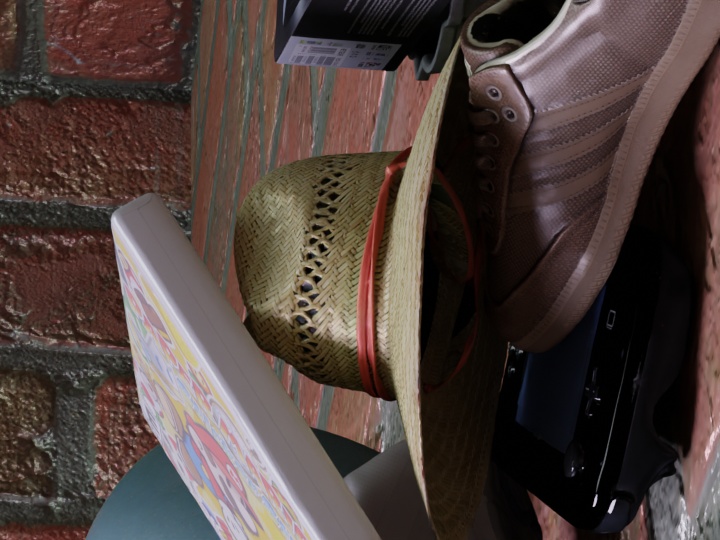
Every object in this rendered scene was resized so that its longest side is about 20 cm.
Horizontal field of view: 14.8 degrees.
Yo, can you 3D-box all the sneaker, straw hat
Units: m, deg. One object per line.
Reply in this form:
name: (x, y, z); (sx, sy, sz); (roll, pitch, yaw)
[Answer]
sneaker: (0.033, 0.134, 1.072); (0.075, 0.087, 0.200); (59, -170, -29)
straw hat: (0.000, 0.000, 0.982); (0.201, 0.085, 0.201); (4, -90, -78)
sneaker: (0.064, -0.059, 0.925); (0.070, 0.076, 0.200); (-80, 9, -50)

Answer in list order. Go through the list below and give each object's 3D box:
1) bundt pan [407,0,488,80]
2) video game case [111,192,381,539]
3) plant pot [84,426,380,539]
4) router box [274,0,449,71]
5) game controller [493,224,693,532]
bundt pan: (0.065, -0.171, 1.062); (0.202, 0.076, 0.202); (-177, 90, -84)
video game case: (-0.030, 0.091, 1.007); (0.200, 0.023, 0.182); (57, 166, 21)
plant pot: (-0.010, 0.163, 1.203); (0.135, 0.200, 0.200); (-5, 81, 47)
router box: (0.006, -0.168, 1.022); (0.200, 0.052, 0.157); (145, 128, -81)
game controller: (0.080, 0.032, 1.005); (0.200, 0.042, 0.104); (-154, 67, -82)
